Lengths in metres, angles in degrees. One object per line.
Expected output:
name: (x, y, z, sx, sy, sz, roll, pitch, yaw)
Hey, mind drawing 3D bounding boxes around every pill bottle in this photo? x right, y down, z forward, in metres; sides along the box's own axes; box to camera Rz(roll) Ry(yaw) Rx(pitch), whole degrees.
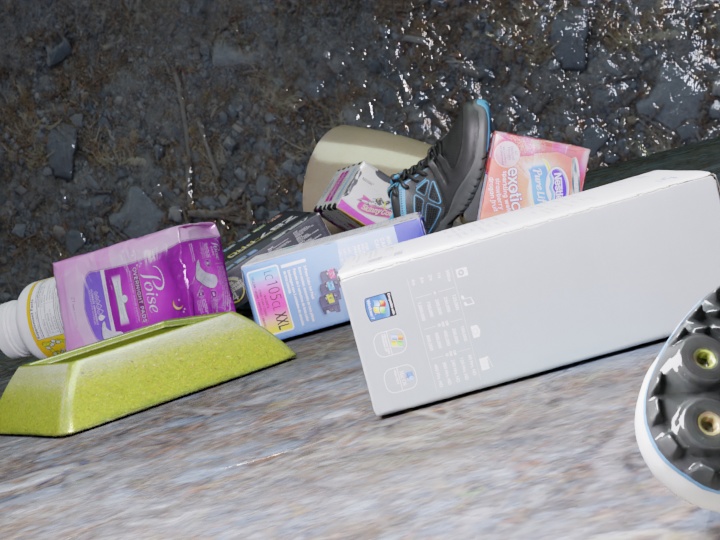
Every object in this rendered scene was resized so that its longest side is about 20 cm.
pill bottle: (-0.362, 0.055, 1.863, 0.198, 0.105, 0.104, -14, 4, 21)

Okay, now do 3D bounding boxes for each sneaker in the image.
sneaker: (0.071, -0.084, 1.468, 0.081, 0.201, 0.073, 21, 26, -4)
sneaker: (0.142, 0.028, 0.464, 0.199, 0.072, 0.073, -29, -23, -46)

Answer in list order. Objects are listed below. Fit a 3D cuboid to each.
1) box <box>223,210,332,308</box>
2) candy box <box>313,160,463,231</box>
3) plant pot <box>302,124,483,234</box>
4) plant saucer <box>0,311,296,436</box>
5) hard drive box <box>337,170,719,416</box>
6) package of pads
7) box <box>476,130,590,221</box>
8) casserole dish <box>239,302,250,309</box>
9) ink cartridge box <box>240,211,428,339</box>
box: (-0.139, 0.001, 1.730, 0.199, 0.049, 0.161, -33, 14, -13)
candy box: (0.029, -0.057, 1.631, 0.061, 0.136, 0.200, -59, 8, -5)
plant pot: (0.060, -0.088, 1.850, 0.198, 0.189, 0.187, 4, 14, 35)
plant saucer: (-0.182, 0.077, 1.168, 0.198, 0.048, 0.199, -18, 4, -30)
hard drive box: (0.093, 0.007, 0.811, 0.198, 0.078, 0.156, -16, 4, 3)
package of pads: (-0.231, 0.028, 1.553, 0.198, 0.122, 0.075, -14, -2, 33)
box: (0.168, -0.081, 1.472, 0.094, 0.104, 0.200, 11, 5, 3)
casserole dish: (-0.121, 0.016, 1.895, 0.120, 0.039, 0.200, -20, 4, -12)
ink cartridge box: (0.000, 0.000, 1.339, 0.198, 0.077, 0.136, -17, 4, 3)
